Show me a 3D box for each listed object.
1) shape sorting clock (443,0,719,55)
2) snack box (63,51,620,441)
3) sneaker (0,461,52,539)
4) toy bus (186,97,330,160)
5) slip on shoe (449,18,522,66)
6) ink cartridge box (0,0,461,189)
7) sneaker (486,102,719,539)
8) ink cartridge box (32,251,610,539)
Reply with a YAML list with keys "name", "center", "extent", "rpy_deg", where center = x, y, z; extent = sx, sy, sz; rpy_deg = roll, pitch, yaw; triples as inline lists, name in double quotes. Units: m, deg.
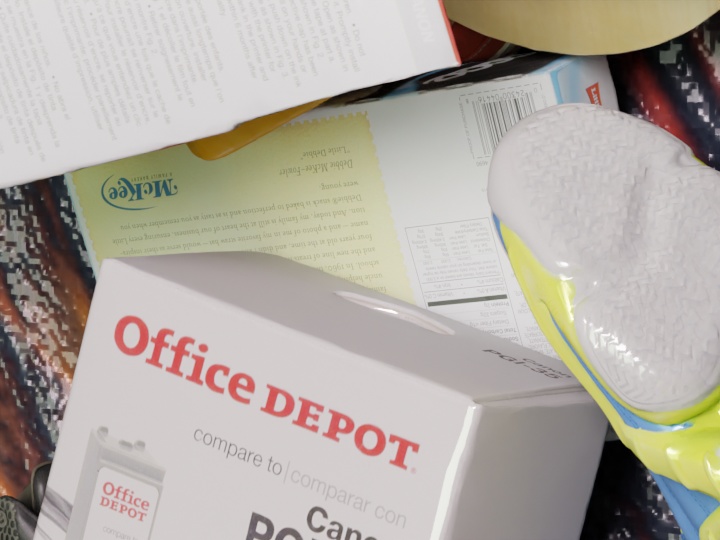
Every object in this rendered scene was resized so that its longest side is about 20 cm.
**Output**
- name: "shape sorting clock"
  center: [0.035, -0.149, 0.736]
  extent: [0.199, 0.039, 0.201]
  rpy_deg: [23, 137, 24]
- name: "snack box"
  center: [0.000, 0.000, 0.863]
  extent: [0.199, 0.037, 0.117]
  rpy_deg: [-6, 105, 37]
- name: "sneaker"
  center: [-0.131, 0.123, 0.965]
  extent: [0.198, 0.076, 0.115]
  rpy_deg: [-2, 91, 34]
- name: "toy bus"
  center: [-0.070, -0.135, 0.808]
  extent: [0.065, 0.078, 0.201]
  rpy_deg: [-29, 98, -3]
- name: "slip on shoe"
  center: [0.001, -0.159, 0.851]
  extent: [0.074, 0.061, 0.201]
  rpy_deg: [-24, 78, 37]
- name: "ink cartridge box"
  center: [-0.071, -0.088, 0.748]
  extent: [0.199, 0.050, 0.110]
  rpy_deg: [-13, 103, 22]
- name: "sneaker"
  center: [0.097, 0.050, 0.757]
  extent: [0.200, 0.076, 0.105]
  rpy_deg: [51, 151, 16]
- name: "ink cartridge box"
  center: [-0.026, 0.108, 0.805]
  extent: [0.146, 0.083, 0.201]
  rpy_deg: [20, 100, 33]
